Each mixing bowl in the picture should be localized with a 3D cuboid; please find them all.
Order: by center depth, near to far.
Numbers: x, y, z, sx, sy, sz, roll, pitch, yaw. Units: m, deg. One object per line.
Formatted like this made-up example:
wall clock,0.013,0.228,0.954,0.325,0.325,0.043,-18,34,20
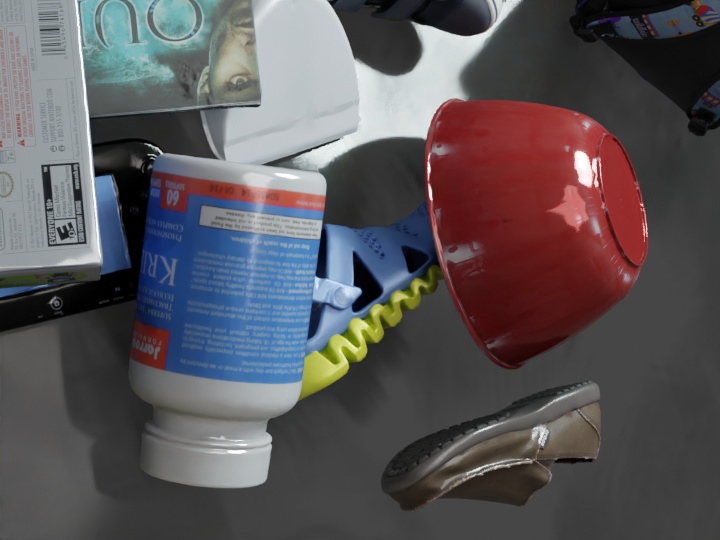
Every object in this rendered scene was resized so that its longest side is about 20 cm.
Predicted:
mixing bowl,0.137,-0.038,1.064,0.200,0.108,0.200,41,42,-52

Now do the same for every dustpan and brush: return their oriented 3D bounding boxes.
dustpan and brush,-0.065,-0.183,1.036,0.139,0.057,0.200,-23,121,-42

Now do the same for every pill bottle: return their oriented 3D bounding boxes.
pill bottle,-0.087,0.031,0.949,0.112,0.112,0.200,5,93,-30

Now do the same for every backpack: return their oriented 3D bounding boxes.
backpack,0.297,-0.221,1.194,0.183,0.200,0.135,36,64,-19

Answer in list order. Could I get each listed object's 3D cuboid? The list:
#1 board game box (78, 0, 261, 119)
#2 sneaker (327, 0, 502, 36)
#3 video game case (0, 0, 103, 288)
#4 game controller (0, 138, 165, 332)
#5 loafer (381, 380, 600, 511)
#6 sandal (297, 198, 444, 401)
board game box,-0.168,-0.163,0.957,0.200,0.028,0.135,-7,94,-12
sneaker,0.007,-0.219,1.095,0.200,0.078,0.079,33,60,-9
video game case,-0.251,-0.086,0.880,0.181,0.045,0.200,-4,77,-13
game controller,-0.204,-0.020,0.948,0.200,0.042,0.104,-14,87,-32
loafer,0.106,0.137,1.079,0.200,0.073,0.071,-17,88,-32
sandal,0.000,0.000,1.046,0.200,0.079,0.087,-42,98,-32
